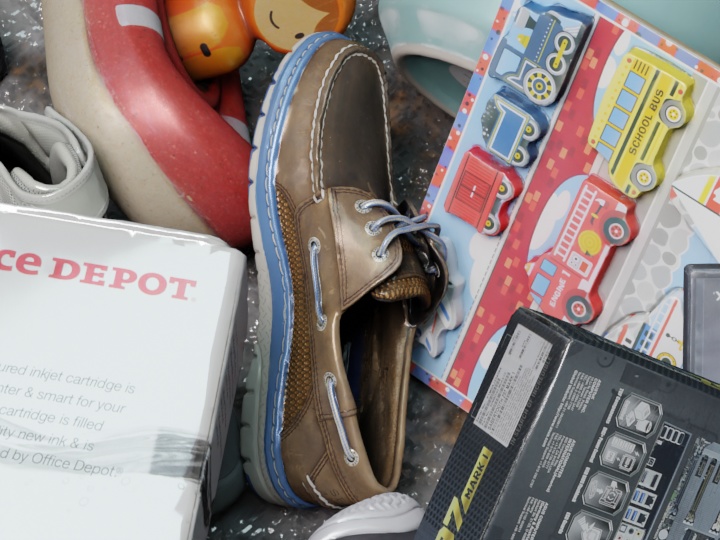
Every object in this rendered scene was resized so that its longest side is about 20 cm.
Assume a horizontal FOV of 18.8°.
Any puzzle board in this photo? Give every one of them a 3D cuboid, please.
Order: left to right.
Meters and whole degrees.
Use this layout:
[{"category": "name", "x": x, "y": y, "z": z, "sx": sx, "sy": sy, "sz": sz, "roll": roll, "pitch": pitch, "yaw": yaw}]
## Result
[{"category": "puzzle board", "x": 0.092, "y": -0.007, "z": 0.890, "sx": 0.150, "sy": 0.201, "sz": 0.017, "roll": 34, "pitch": 35, "yaw": 20}]

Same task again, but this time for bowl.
[{"category": "bowl", "x": 0.087, "y": -0.112, "z": 0.963, "sx": 0.200, "sy": 0.201, "sz": 0.105, "roll": 26, "pitch": 83, "yaw": 16}]

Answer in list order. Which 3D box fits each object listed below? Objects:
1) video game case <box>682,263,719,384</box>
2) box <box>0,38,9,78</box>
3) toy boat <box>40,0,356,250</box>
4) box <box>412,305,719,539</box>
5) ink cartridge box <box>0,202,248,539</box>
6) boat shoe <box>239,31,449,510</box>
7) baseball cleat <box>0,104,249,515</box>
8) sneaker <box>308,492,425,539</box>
[{"category": "video game case", "x": 0.196, "y": 0.097, "z": 0.848, "sx": 0.142, "sy": 0.019, "sz": 0.201, "roll": 0, "pitch": 98, "yaw": 1}, {"category": "box", "x": -0.303, "y": -0.083, "z": 1.024, "sx": 0.199, "sy": 0.050, "sz": 0.199, "roll": 31, "pitch": 66, "yaw": 17}, {"category": "toy boat", "x": -0.063, "y": -0.107, "z": 0.971, "sx": 0.130, "sy": 0.131, "sz": 0.201, "roll": -18, "pitch": 60, "yaw": 14}, {"category": "box", "x": 0.088, "y": 0.133, "z": 0.789, "sx": 0.157, "sy": 0.051, "sz": 0.201, "roll": 21, "pitch": 95, "yaw": -24}, {"category": "ink cartridge box", "x": -0.128, "y": 0.085, "z": 0.799, "sx": 0.144, "sy": 0.084, "sz": 0.201, "roll": 9, "pitch": 67, "yaw": 2}, {"category": "boat shoe", "x": 0.000, "y": 0.000, "z": 0.912, "sx": 0.072, "sy": 0.072, "sz": 0.201, "roll": 2, "pitch": 90, "yaw": 37}, {"category": "baseball cleat", "x": -0.114, "y": 0.013, "z": 0.904, "sx": 0.070, "sy": 0.107, "sz": 0.200, "roll": -38, "pitch": 80, "yaw": -28}, {"category": "sneaker", "x": -0.019, "y": 0.184, "z": 0.842, "sx": 0.200, "sy": 0.076, "sz": 0.114, "roll": -41, "pitch": 67, "yaw": -19}]
